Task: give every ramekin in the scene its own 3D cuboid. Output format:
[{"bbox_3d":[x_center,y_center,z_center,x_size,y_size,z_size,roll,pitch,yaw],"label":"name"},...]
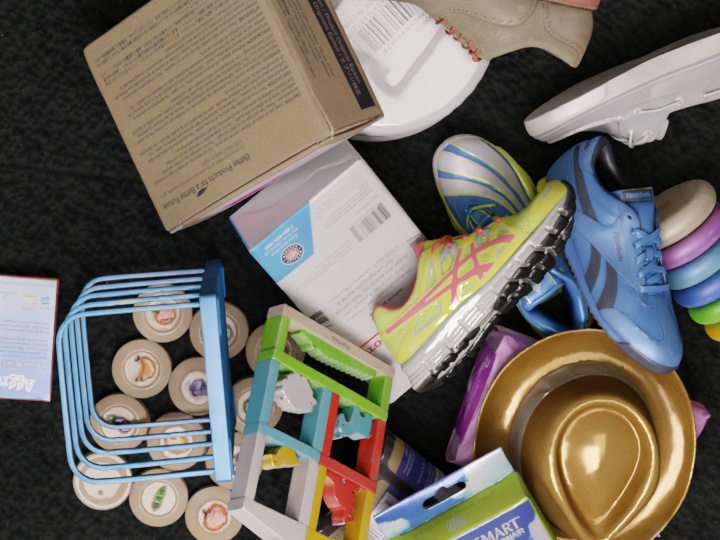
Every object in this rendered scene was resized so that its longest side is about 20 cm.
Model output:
[{"bbox_3d":[0.015,-0.201,1.526,0.199,0.098,0.202,-1,97,-6],"label":"ramekin"}]

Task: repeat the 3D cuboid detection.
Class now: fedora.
[{"bbox_3d":[0.185,0.150,1.522,0.199,0.082,0.202,-1,102,-4],"label":"fedora"}]

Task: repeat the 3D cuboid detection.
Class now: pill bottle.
[{"bbox_3d":[0.058,0.230,1.581,0.200,0.112,0.112,39,92,-9],"label":"pill bottle"}]

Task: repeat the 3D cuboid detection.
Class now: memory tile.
[{"bbox_3d":[-0.144,0.120,1.593,0.153,0.017,0.201,20,95,-8],"label":"memory tile"}]

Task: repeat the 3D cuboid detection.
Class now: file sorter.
[{"bbox_3d":[-0.162,0.078,1.478,0.122,0.200,0.140,-5,98,-3],"label":"file sorter"}]

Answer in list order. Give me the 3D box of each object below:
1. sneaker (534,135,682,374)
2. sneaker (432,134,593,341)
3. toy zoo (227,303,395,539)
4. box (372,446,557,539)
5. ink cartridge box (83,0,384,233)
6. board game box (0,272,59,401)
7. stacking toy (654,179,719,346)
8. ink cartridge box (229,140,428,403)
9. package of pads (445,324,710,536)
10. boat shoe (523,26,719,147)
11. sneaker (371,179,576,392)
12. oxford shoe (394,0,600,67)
[{"bbox_3d":[0.212,-0.015,1.526,0.078,0.066,0.201,-40,64,34],"label":"sneaker"},{"bbox_3d":[0.132,-0.024,1.558,0.076,0.105,0.200,-37,100,3],"label":"sneaker"},{"bbox_3d":[-0.037,0.142,1.467,0.131,0.020,0.201,31,57,-37],"label":"toy zoo"},{"bbox_3d":[0.107,0.249,1.503,0.122,0.048,0.201,-29,116,3],"label":"box"},{"bbox_3d":[-0.100,-0.144,1.465,0.200,0.075,0.165,-26,89,40],"label":"ink cartridge box"},{"bbox_3d":[-0.349,0.049,1.559,0.199,0.019,0.104,5,96,-7],"label":"board game box"},{"bbox_3d":[0.307,0.025,1.600,0.085,0.085,0.200,-36,104,0],"label":"stacking toy"},{"bbox_3d":[0.000,0.000,1.548,0.116,0.067,0.200,-39,123,0],"label":"ink cartridge box"},{"bbox_3d":[0.180,0.135,1.600,0.199,0.076,0.121,21,95,-8],"label":"package of pads"},{"bbox_3d":[0.234,-0.139,1.578,0.199,0.072,0.069,-24,99,-12],"label":"boat shoe"},{"bbox_3d":[0.085,-0.004,1.491,0.200,0.078,0.090,-47,72,5],"label":"sneaker"},{"bbox_3d":[0.083,-0.196,1.450,0.199,0.070,0.075,8,102,-6],"label":"oxford shoe"}]
